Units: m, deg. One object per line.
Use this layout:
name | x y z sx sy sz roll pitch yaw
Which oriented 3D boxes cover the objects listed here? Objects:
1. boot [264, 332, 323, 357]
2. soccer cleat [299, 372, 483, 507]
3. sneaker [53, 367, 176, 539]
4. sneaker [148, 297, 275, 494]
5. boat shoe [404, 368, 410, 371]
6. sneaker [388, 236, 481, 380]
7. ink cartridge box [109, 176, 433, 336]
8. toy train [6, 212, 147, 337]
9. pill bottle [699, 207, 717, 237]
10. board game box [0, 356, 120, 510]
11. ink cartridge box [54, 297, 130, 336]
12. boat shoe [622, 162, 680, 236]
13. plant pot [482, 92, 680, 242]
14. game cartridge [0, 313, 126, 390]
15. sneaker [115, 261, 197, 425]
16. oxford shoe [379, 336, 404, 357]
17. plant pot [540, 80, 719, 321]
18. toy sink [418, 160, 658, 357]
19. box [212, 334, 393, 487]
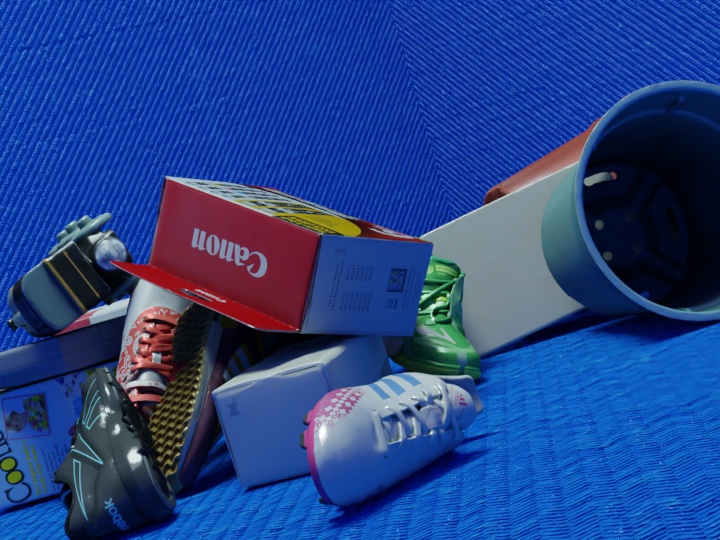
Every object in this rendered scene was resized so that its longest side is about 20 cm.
boot | -0.077 0.073 1.525 0.154 0.074 0.204 13 4 -6
soccer cleat | 0.025 0.099 1.066 0.086 0.070 0.200 -16 3 18
sneaker | -0.199 0.137 1.243 0.079 0.075 0.200 -32 25 -2
sneaker | -0.113 0.107 1.344 0.075 0.090 0.200 -34 32 40
boat shoe | 0.061 0.046 1.651 0.071 0.091 0.200 -17 3 -4
sneaker | 0.057 0.032 1.464 0.074 0.084 0.200 9 25 -22
ink cartridge box | -0.075 -0.013 1.339 0.200 0.084 0.175 20 11 42
toy train | -0.266 0.011 1.494 0.114 0.085 0.200 -38 7 -20
pill bottle | 0.402 -0.058 1.460 0.111 0.111 0.200 -18 3 -24
board game box | -0.245 0.139 1.520 0.200 0.105 0.103 -16 2 4
ink cartridge box | -0.191 0.089 1.739 0.200 0.145 0.145 -16 2 13
boat shoe | 0.298 -0.066 1.584 0.068 0.200 0.072 -50 16 10
plant pot | 0.249 -0.059 1.746 0.195 0.201 0.201 -26 6 -17
game cartridge | -0.250 0.068 1.531 0.133 0.042 0.200 -11 4 30
sneaker | -0.173 0.088 1.400 0.067 0.202 0.108 17 -2 -17
oxford shoe | 0.000 0.000 1.460 0.071 0.073 0.200 22 16 -36
plant pot | 0.253 -0.044 1.432 0.200 0.200 0.196 -18 -5 -13
toy sink | 0.167 -0.012 1.596 0.200 0.130 0.112 -26 -2 3
box | -0.038 0.102 1.290 0.095 0.078 0.200 -15 3 15
